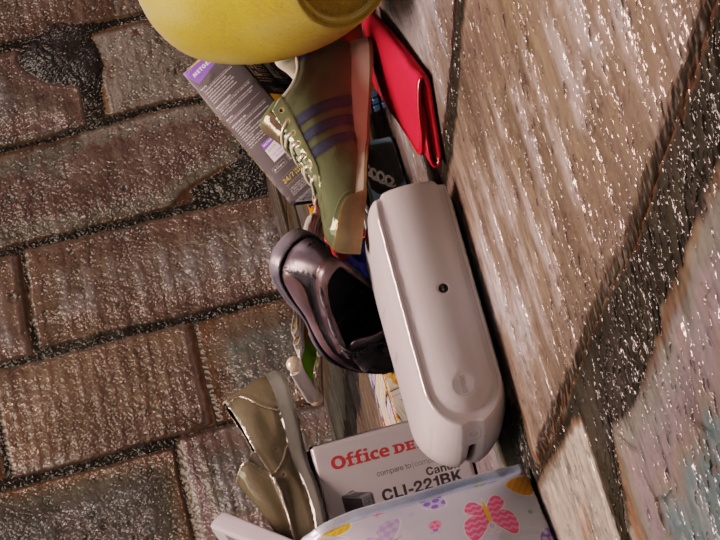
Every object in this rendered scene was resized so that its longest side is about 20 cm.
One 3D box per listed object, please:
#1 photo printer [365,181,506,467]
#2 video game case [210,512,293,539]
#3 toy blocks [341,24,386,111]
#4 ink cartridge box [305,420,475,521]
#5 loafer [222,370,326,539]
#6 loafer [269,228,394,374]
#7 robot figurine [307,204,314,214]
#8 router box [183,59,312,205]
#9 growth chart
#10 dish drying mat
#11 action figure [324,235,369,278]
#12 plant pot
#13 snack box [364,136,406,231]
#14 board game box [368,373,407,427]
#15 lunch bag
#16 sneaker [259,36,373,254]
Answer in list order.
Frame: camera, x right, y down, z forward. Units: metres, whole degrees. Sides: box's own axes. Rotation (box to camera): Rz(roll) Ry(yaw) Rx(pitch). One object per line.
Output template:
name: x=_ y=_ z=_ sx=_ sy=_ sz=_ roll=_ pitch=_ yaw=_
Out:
photo printer: x=0.058 y=0.051 z=1.302 sx=0.167 sy=0.069 sz=0.202 roll=96 pitch=159 yaw=-74
video game case: x=-0.034 y=0.301 z=1.449 sx=0.199 sy=0.023 sz=0.183 roll=8 pitch=132 yaw=56
toy blocks: x=-0.025 y=-0.190 z=1.504 sx=0.201 sy=0.099 sz=0.137 roll=77 pitch=165 yaw=-50
ink cartridge box: x=0.042 y=0.240 z=1.535 sx=0.084 sy=0.143 sz=0.202 roll=123 pitch=133 yaw=-79
loafer: x=-0.077 y=0.193 z=1.516 sx=0.075 sy=0.069 sz=0.201 roll=98 pitch=157 yaw=-67
loafer: x=-0.007 y=0.039 z=1.409 sx=0.063 sy=0.072 sz=0.200 roll=25 pitch=164 yaw=39
robot figurine: x=-0.026 y=-0.078 z=1.876 sx=0.200 sy=0.058 sz=0.146 roll=107 pitch=149 yaw=-78
router box: x=-0.070 y=-0.139 z=1.583 sx=0.158 sy=0.052 sz=0.200 roll=50 pitch=-167 yaw=6
growth chart: x=-0.037 y=0.015 z=1.487 sx=0.145 sy=0.018 sz=0.202 roll=48 pitch=-131 yaw=-75
dish drying mat: x=0.031 y=-0.151 z=1.351 sx=0.200 sy=0.018 sz=0.077 roll=-115 pitch=13 yaw=-63
action figure: x=0.000 y=0.000 z=1.490 sx=0.200 sy=0.051 sz=0.066 roll=80 pitch=179 yaw=-63
plant pot: x=-0.055 y=-0.244 z=1.274 sx=0.142 sy=0.199 sz=0.202 roll=23 pitch=133 yaw=46
snack box: x=0.038 y=-0.006 z=1.524 sx=0.116 sy=0.037 sz=0.201 roll=87 pitch=168 yaw=-63
board game box: x=0.046 y=0.138 z=1.739 sx=0.152 sy=0.046 sz=0.201 roll=90 pitch=165 yaw=-66
lunch bag: x=0.051 y=0.256 z=1.210 sx=0.170 sy=0.198 sz=0.128 roll=-111 pitch=9 yaw=-45
sneaker: x=-0.037 y=-0.104 z=1.353 sx=0.067 sy=0.089 sz=0.202 roll=98 pitch=175 yaw=-61
